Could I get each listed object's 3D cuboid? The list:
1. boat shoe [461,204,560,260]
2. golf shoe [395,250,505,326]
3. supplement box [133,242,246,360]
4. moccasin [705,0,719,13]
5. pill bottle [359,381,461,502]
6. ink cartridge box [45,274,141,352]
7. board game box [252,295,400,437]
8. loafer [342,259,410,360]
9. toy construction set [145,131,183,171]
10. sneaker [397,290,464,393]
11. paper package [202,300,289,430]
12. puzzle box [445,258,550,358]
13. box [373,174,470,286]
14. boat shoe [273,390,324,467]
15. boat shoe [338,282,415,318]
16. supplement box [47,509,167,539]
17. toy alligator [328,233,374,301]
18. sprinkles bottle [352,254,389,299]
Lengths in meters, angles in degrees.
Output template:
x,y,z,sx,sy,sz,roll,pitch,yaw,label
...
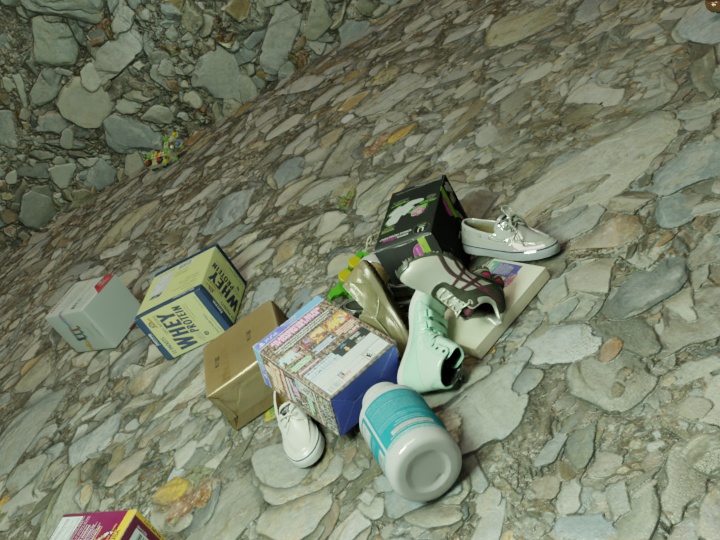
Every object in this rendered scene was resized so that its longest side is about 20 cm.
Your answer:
x,y,z,sx,sy,sz,roll,pitch,yaw,label
0.265,-0.073,1.519,0.074,0.087,0.201,-30,27,-37,boat shoe
0.152,0.029,1.355,0.077,0.198,0.089,123,151,-41,golf shoe
-0.404,0.073,2.019,0.198,0.135,0.201,-25,28,19,supplement box
0.826,-0.604,1.767,0.200,0.078,0.074,-16,32,34,moccasin
0.064,0.241,1.243,0.110,0.111,0.200,-36,27,-2,pill bottle
-0.726,0.120,2.302,0.199,0.145,0.146,-9,37,41,ink cartridge box
-0.055,0.159,1.434,0.159,0.098,0.199,-38,46,-27,board game box
0.037,0.080,1.460,0.067,0.201,0.076,-31,-6,11,loafer
-0.803,-0.472,3.398,0.199,0.092,0.133,-20,54,43,toy construction set
0.135,0.104,1.377,0.118,0.073,0.203,-8,64,49,sneaker
-0.211,0.183,1.661,0.190,0.104,0.200,-35,28,3,paper package
0.220,0.061,1.449,0.200,0.026,0.133,-45,28,-19,puzzle box
0.127,-0.056,1.607,0.123,0.149,0.201,-17,31,27,box
-0.116,0.262,1.460,0.071,0.070,0.200,-33,27,3,boat shoe
0.052,0.052,1.524,0.198,0.071,0.072,-10,38,-5,boat shoe
-0.419,0.479,1.391,0.198,0.131,0.104,-15,33,35,supplement box
0.000,0.000,1.774,0.054,0.060,0.201,26,54,13,toy alligator
0.017,0.052,1.649,0.068,0.068,0.201,-23,30,22,sprinkles bottle
